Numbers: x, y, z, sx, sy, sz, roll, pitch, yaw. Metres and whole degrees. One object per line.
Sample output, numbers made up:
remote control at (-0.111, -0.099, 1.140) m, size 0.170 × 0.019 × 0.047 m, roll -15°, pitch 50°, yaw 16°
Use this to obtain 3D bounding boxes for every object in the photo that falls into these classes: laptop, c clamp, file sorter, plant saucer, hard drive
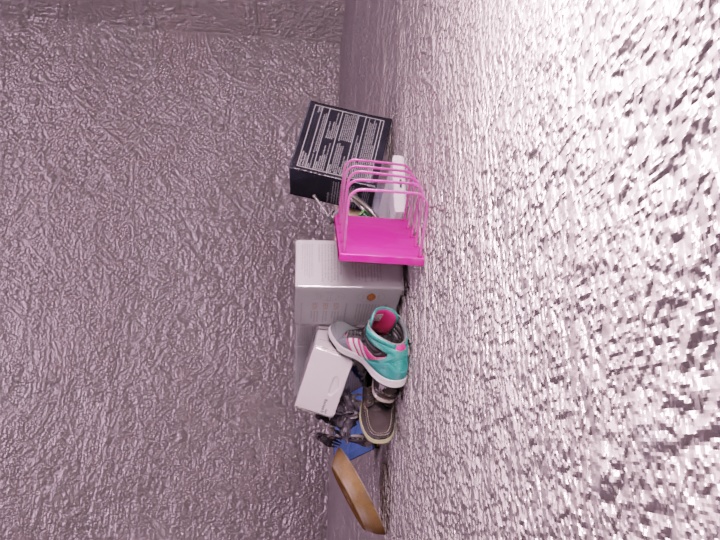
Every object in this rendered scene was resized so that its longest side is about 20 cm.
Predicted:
laptop at (-0.019, 0.326, 1.486) m, size 0.187 × 0.116 × 0.200 m, roll -94°, pitch -2°, yaw -46°
c clamp at (-0.026, -0.117, 1.364) m, size 0.171 × 0.027 × 0.200 m, roll 53°, pitch 156°, yaw -6°
file sorter at (0.033, -0.106, 1.079) m, size 0.200 × 0.139 × 0.126 m, roll -101°, pitch 16°, yaw -67°
plant saucer at (-0.013, 0.469, 1.325) m, size 0.200 × 0.035 × 0.200 m, roll 57°, pitch 165°, yaw 24°
hard drive at (0.065, -0.127, 1.317) m, size 0.200 × 0.027 × 0.132 m, roll 105°, pitch 165°, yaw -63°

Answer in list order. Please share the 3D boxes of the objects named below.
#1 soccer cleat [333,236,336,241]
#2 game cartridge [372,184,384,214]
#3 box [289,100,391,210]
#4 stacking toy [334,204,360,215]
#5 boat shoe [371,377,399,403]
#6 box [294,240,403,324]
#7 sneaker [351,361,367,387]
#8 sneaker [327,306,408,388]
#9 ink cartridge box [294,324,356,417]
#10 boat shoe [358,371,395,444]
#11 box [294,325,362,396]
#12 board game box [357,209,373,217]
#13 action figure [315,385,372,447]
soccer cleat at (0.000, 0.000, 1.373) m, size 0.200 × 0.068 × 0.073 m, roll 48°, pitch -157°, yaw -44°
game cartridge at (0.038, -0.098, 1.536) m, size 0.133 × 0.040 × 0.200 m, roll 99°, pitch 172°, yaw -72°
box at (-0.047, -0.265, 1.469) m, size 0.123 × 0.198 × 0.200 m, roll 105°, pitch 178°, yaw -64°
stacking toy at (-0.020, -0.154, 1.613) m, size 0.200 × 0.085 × 0.085 m, roll -92°, pitch 5°, yaw -84°
boat shoe at (0.045, 0.176, 1.243) m, size 0.200 × 0.067 × 0.057 m, roll -106°, pitch 35°, yaw -58°
box at (-0.028, 0.026, 1.232) m, size 0.152 × 0.200 × 0.106 m, roll 101°, pitch 168°, yaw -57°
sneaker at (0.013, 0.225, 1.383) m, size 0.075 × 0.088 × 0.200 m, roll 103°, pitch 167°, yaw -51°
sneaker at (0.017, 0.114, 1.154) m, size 0.200 × 0.084 × 0.121 m, roll 33°, pitch 123°, yaw 39°
ink cartridge box at (-0.068, 0.184, 1.305) m, size 0.200 × 0.084 × 0.146 m, roll -85°, pitch 12°, yaw -71°
boat shoe at (0.032, 0.251, 1.251) m, size 0.200 × 0.073 × 0.065 m, roll -96°, pitch 5°, yaw -55°
box at (-0.069, 0.233, 1.626) m, size 0.106 × 0.200 × 0.152 m, roll -103°, pitch 17°, yaw -65°
board game box at (0.027, -0.044, 1.347) m, size 0.023 × 0.105 × 0.200 m, roll -47°, pitch -12°, yaw -23°
action figure at (-0.025, 0.316, 1.339) m, size 0.200 × 0.102 × 0.119 m, roll 138°, pitch 134°, yaw -57°
